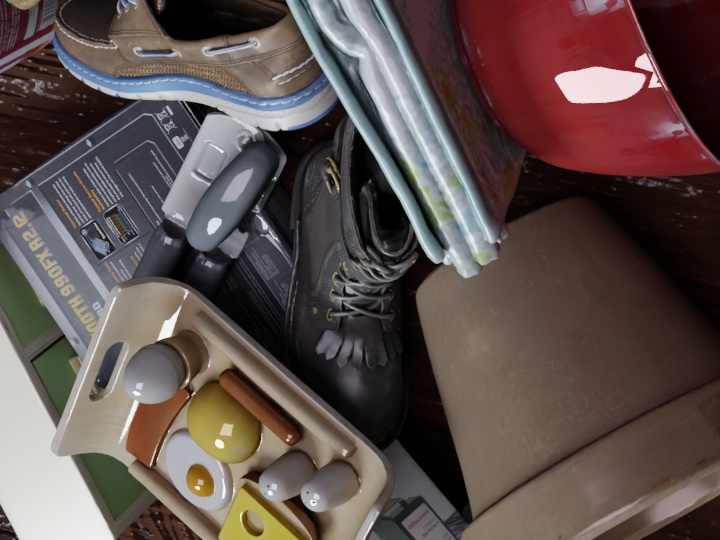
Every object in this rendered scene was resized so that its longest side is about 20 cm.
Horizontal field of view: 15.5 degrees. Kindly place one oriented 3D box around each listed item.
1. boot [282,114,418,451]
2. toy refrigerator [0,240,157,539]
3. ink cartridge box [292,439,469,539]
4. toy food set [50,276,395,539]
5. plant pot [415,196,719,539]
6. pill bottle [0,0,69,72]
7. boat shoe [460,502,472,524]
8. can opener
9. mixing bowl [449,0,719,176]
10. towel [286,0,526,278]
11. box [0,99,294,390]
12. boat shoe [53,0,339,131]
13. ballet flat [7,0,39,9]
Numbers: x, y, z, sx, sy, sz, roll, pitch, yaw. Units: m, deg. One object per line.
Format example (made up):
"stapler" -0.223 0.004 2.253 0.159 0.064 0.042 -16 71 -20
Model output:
"boot" 0.000 0.000 1.434 0.069 0.174 0.200 -6 86 -10
"toy refrigerator" -0.201 0.072 1.616 0.070 0.076 0.200 -23 99 26
"ink cartridge box" 0.014 0.207 1.539 0.200 0.084 0.146 48 133 14
"toy food set" -0.081 0.114 1.477 0.200 0.060 0.144 41 131 19
"plant pot" 0.118 0.059 1.442 0.200 0.200 0.175 -34 78 27
"pill bottle" -0.252 -0.144 1.484 0.110 0.200 0.110 9 114 21
"boat shoe" 0.141 0.200 1.536 0.200 0.072 0.066 21 119 13
"can opener" -0.103 -0.003 1.507 0.053 0.066 0.200 32 121 6
"mixing bowl" 0.114 -0.128 1.351 0.108 0.200 0.200 -19 101 22
"towel" 0.026 -0.114 1.342 0.048 0.171 0.200 -19 111 18
"box" -0.106 0.001 1.569 0.158 0.048 0.200 -32 95 27
"boat shoe" -0.097 -0.138 1.478 0.200 0.072 0.072 14 137 34
"ballet flat" -0.124 -0.207 1.470 0.068 0.200 0.072 44 164 43
